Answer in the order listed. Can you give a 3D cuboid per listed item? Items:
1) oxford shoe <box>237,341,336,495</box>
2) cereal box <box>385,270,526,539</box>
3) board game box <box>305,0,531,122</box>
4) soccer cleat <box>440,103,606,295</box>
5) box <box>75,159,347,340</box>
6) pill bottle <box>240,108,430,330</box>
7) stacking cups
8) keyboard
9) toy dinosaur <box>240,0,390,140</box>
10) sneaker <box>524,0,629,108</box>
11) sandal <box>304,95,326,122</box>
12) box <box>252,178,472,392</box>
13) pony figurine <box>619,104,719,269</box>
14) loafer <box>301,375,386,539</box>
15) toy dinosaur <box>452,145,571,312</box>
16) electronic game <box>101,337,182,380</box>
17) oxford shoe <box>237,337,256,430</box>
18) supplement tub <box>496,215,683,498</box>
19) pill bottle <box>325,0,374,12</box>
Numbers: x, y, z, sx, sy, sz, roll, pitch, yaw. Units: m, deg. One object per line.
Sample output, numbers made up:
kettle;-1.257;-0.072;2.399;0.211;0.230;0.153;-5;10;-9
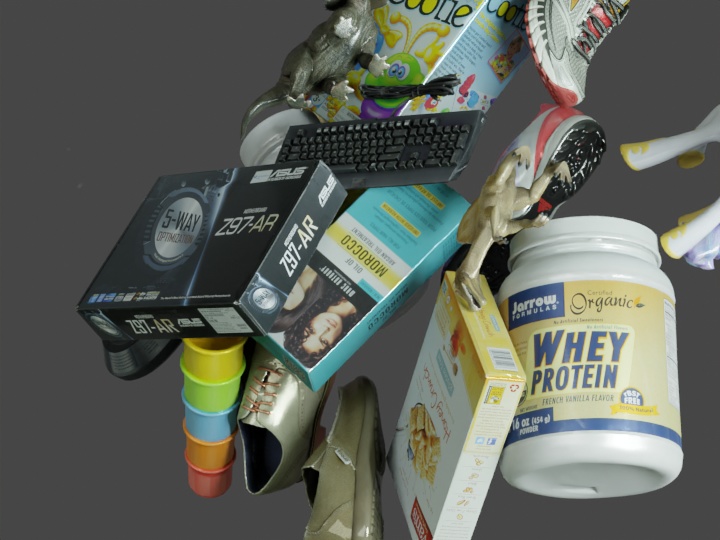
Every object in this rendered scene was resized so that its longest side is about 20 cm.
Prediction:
oxford shoe;-0.068;0.104;1.536;0.071;0.074;0.200;12;113;32
cereal box;0.074;0.122;1.430;0.144;0.039;0.200;-109;30;-54
board game box;0.062;-0.190;1.610;0.103;0.105;0.200;40;93;36
soccer cleat;0.132;-0.058;1.548;0.200;0.068;0.073;-53;38;3
box;-0.127;-0.016;1.494;0.200;0.044;0.160;-2;47;41
pill bottle;-0.029;-0.046;1.593;0.111;0.111;0.200;-37;63;14
stacking cups;-0.130;0.119;1.566;0.060;0.200;0.061;3;45;-3
keyboard;0.018;-0.121;1.510;0.200;0.021;0.127;-1;50;34
toy dinosaur;-0.030;-0.187;1.565;0.200;0.077;0.102;-55;19;14
sneaker;0.193;-0.232;1.551;0.082;0.078;0.200;-4;58;23
sandal;-0.040;-0.165;1.682;0.078;0.070;0.212;32;89;36
box;0.000;0.000;1.478;0.082;0.049;0.200;40;76;19
pony figurine;0.319;-0.092;1.404;0.200;0.166;0.193;-42;47;30
loafer;-0.015;0.166;1.499;0.067;0.076;0.200;-4;38;5
toy dinosaur;0.114;-0.062;1.420;0.101;0.058;0.200;-34;25;44
electronic game;-0.185;0.012;1.680;0.200;0.042;0.200;-41;32;33
oxford shoe;-0.117;0.059;1.592;0.073;0.084;0.200;33;129;51
supplement tub;0.181;0.071;1.412;0.144;0.144;0.200;-11;66;27
pill bottle;-0.008;-0.308;1.692;0.200;0.113;0.113;40;94;36
